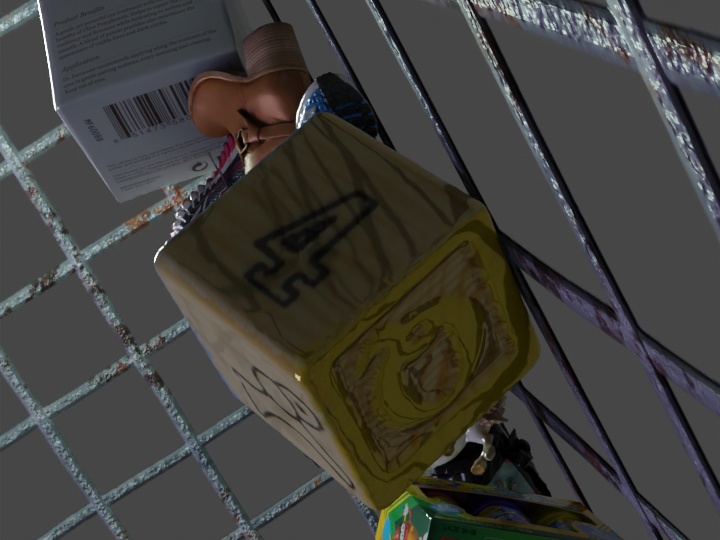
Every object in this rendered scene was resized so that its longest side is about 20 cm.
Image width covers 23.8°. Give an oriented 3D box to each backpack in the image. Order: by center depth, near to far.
[{"bbox_3d":[0.131,0.242,1.827,0.201,0.126,0.167,58,172,-30],"label":"backpack"}]

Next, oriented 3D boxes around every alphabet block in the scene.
[{"bbox_3d":[-0.008,0.029,1.339,0.200,0.196,0.196,35,162,40],"label":"alphabet block"}]

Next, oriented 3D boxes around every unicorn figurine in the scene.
[{"bbox_3d":[0.069,0.176,1.720,0.074,0.199,0.138,60,-161,-25],"label":"unicorn figurine"}]

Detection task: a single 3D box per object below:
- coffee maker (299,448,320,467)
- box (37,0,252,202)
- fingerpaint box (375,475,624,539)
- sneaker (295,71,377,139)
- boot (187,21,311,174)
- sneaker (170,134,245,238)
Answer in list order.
[{"bbox_3d":[-0.006,0.125,1.971,0.135,0.199,0.192,55,176,-24],"label":"coffee maker"},{"bbox_3d":[-0.210,-0.213,1.804,0.200,0.197,0.172,66,-172,-60],"label":"box"},{"bbox_3d":[0.130,0.249,1.550,0.167,0.198,0.074,-145,67,-77],"label":"fingerpaint box"},{"bbox_3d":[-0.023,-0.119,1.529,0.201,0.074,0.087,79,177,-57],"label":"sneaker"},{"bbox_3d":[-0.101,-0.128,1.655,0.200,0.076,0.157,-32,64,49],"label":"boot"},{"bbox_3d":[-0.130,-0.067,1.769,0.080,0.201,0.075,7,-149,-43],"label":"sneaker"}]
